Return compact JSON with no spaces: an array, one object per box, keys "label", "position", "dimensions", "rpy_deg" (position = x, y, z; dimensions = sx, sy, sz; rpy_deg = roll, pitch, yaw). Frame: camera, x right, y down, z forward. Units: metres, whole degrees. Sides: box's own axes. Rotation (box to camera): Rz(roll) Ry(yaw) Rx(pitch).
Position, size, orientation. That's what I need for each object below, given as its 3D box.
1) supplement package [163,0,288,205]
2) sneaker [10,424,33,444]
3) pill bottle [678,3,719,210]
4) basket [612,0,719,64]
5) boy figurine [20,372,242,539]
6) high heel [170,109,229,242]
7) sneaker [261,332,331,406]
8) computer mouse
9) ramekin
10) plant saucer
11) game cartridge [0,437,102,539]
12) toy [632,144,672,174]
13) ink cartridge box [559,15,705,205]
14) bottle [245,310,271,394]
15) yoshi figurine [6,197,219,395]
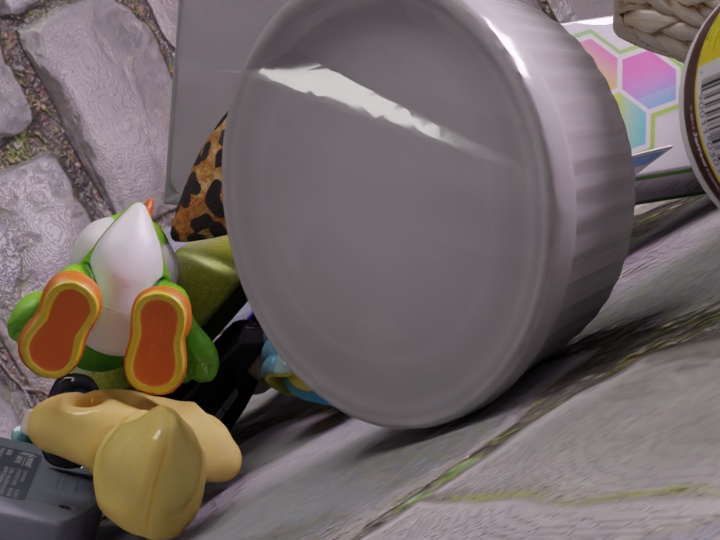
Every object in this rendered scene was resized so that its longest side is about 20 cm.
[{"label":"supplement package","position":[-0.029,-0.122,1.107],"dimensions":[0.197,0.158,0.111],"rpy_deg":[6,13,-1]},{"label":"sneaker","position":[-0.252,0.155,1.001],"dimensions":[0.077,0.087,0.200],"rpy_deg":[-27,2,30]},{"label":"pill bottle","position":[0.193,-0.068,0.518],"dimensions":[0.109,0.110,0.200],"rpy_deg":[-28,3,-14]},{"label":"basket","position":[0.224,-0.149,0.710],"dimensions":[0.199,0.125,0.135],"rpy_deg":[27,40,34]},{"label":"boy figurine","position":[-0.118,0.097,0.841],"dimensions":[0.123,0.065,0.200],"rpy_deg":[14,-1,-21]},{"label":"high heel","position":[-0.037,-0.091,0.891],"dimensions":[0.200,0.072,0.143],"rpy_deg":[-42,-1,-6]},{"label":"sneaker","position":[0.000,0.000,0.875],"dimensions":[0.079,0.132,0.201],"rpy_deg":[12,-40,-17]},{"label":"computer mouse","position":[-0.077,0.073,1.042],"dimensions":[0.200,0.046,0.140],"rpy_deg":[-47,14,-3]},{"label":"ramekin","position":[0.035,-0.037,0.713],"dimensions":[0.094,0.204,0.201],"rpy_deg":[-14,-8,-45]},{"label":"plant saucer","position":[-0.128,0.036,1.064],"dimensions":[0.200,0.048,0.200],"rpy_deg":[-48,-1,18]},{"label":"game cartridge","position":[-0.212,0.127,0.883],"dimensions":[0.132,0.041,0.200],"rpy_deg":[10,2,-7]},{"label":"toy","position":[0.092,-0.004,0.911],"dimensions":[0.114,0.048,0.200],"rpy_deg":[-16,-11,-29]},{"label":"ink cartridge box","position":[0.133,-0.092,0.943],"dimensions":[0.198,0.105,0.059],"rpy_deg":[-10,-18,-18]},{"label":"bottle","position":[-0.042,0.043,1.230],"dimensions":[0.083,0.066,0.200],"rpy_deg":[-25,4,30]},{"label":"yoshi figurine","position":[-0.144,0.030,0.899],"dimensions":[0.111,0.113,0.200],"rpy_deg":[-30,14,1]}]
